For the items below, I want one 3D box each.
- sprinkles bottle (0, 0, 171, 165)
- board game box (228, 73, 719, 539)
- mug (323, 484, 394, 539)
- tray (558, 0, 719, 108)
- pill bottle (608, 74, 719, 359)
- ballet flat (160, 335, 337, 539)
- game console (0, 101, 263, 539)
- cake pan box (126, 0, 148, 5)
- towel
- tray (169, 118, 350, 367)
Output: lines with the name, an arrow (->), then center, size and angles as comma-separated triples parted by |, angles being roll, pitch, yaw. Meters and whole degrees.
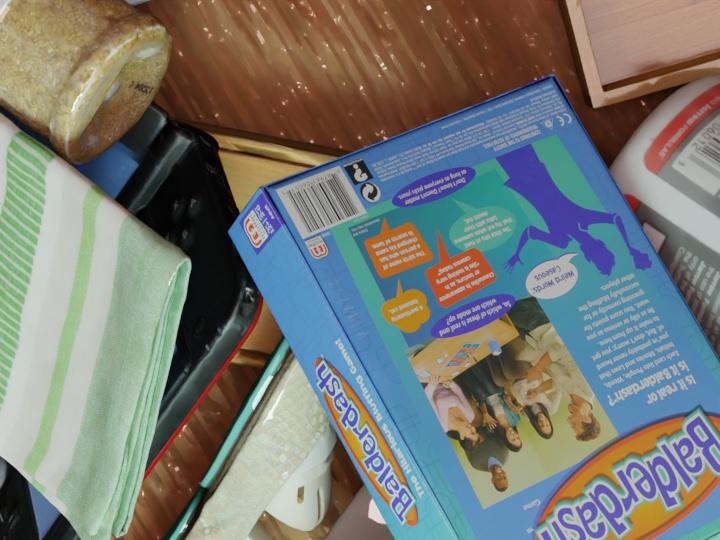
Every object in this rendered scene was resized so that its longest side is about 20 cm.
sprinkles bottle -> -0.170, -0.124, 1.007 | 0.199, 0.068, 0.068 | 36, 95, 15
board game box -> 0.060, 0.037, 0.990 | 0.151, 0.045, 0.201 | -21, 75, -30
mug -> 0.077, 0.143, 1.054 | 0.153, 0.150, 0.187 | 41, 124, -9
tray -> 0.184, -0.147, 1.113 | 0.198, 0.037, 0.099 | -16, 98, 1
pill bottle -> 0.199, 0.014, 1.047 | 0.200, 0.116, 0.116 | 37, 96, 26
ballet flat -> -0.045, 0.104, 1.102 | 0.062, 0.068, 0.201 | 31, 122, -1
game console -> -0.151, 0.017, 1.056 | 0.118, 0.173, 0.200 | 21, 119, -31
cake pan box -> -0.189, -0.183, 1.089 | 0.199, 0.052, 0.185 | -18, 99, 1
towel -> -0.155, 0.004, 1.008 | 0.200, 0.023, 0.153 | 36, 129, 27
tray -> 0.000, 0.000, 1.119 | 0.198, 0.037, 0.099 | 11, 98, -2
